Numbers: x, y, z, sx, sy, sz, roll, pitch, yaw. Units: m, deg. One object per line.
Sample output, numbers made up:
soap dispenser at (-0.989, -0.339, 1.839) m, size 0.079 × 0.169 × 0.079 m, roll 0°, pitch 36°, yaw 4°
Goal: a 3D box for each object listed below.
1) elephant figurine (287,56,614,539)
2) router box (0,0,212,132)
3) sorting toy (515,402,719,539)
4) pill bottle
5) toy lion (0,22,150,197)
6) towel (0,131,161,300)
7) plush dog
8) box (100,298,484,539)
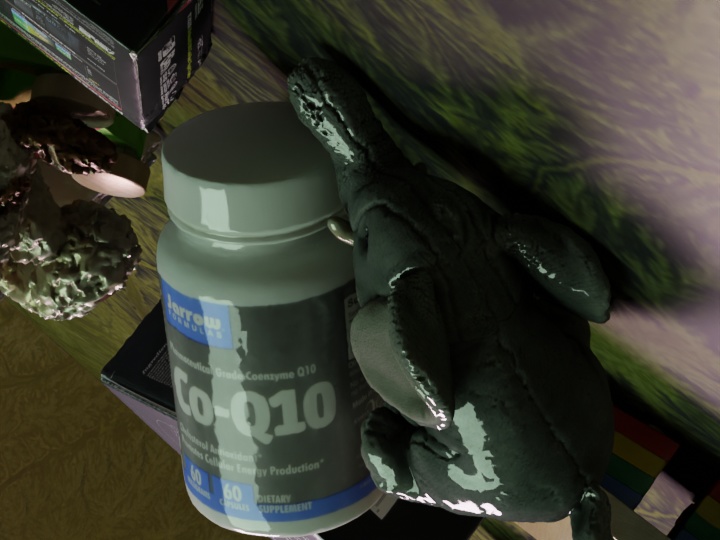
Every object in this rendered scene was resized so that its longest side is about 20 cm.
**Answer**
elephant figurine at (0.043, 0.019, 1.049) m, size 0.154 × 0.142 × 0.201 m, roll 3°, pitch 139°, yaw 20°
router box at (-0.163, -0.164, 1.101) m, size 0.199 × 0.062 × 0.150 m, roll 38°, pitch 169°, yaw 2°
sorting toy at (0.162, 0.142, 1.301) m, size 0.198 × 0.070 × 0.200 m, roll 37°, pitch 170°, yaw 8°
pill bottle at (-0.044, 0.024, 1.160) m, size 0.113 × 0.113 × 0.202 m, roll 28°, pitch 132°, yaw 45°
toy lion at (-0.217, -0.106, 1.324) m, size 0.190 × 0.069 × 0.200 m, roll 10°, pitch 165°, yaw 5°
towel at (-0.253, -0.081, 1.449) m, size 0.190 × 0.200 × 0.032 m, roll 36°, pitch 137°, yaw 9°
plush dog at (-0.226, -0.036, 1.236) m, size 0.161 × 0.199 × 0.172 m, roll 57°, pitch 156°, yaw 11°
box at (-0.039, 0.104, 1.511) m, size 0.200 × 0.124 × 0.196 m, roll 45°, pitch 166°, yaw -24°
